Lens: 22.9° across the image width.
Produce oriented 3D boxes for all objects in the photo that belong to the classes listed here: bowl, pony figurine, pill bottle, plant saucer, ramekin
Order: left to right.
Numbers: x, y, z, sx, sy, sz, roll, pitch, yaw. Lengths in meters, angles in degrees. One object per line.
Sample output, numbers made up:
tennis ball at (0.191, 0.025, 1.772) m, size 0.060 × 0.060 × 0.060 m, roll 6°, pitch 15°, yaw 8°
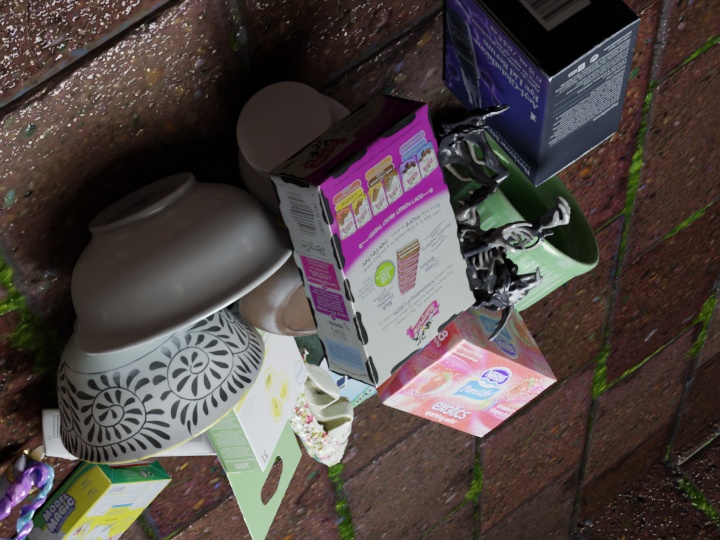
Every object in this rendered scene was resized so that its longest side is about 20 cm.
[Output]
pony figurine at (-0.370, 0.255, 1.658) m, size 0.200 × 0.167 × 0.193 m, roll -46°, pitch -170°, yaw 6°
bowl at (-0.193, 0.069, 1.566) m, size 0.201 × 0.201 × 0.094 m, roll -33°, pitch 121°, yaw -17°
bowl at (-0.160, -0.019, 1.455) m, size 0.201 × 0.090 × 0.201 m, roll -24°, pitch -164°, yaw 7°
pill bottle at (-0.042, -0.087, 1.539) m, size 0.111 × 0.111 × 0.200 m, roll -39°, pitch 159°, yaw -1°
plant saucer at (-0.013, 0.001, 1.576) m, size 0.200 × 0.032 × 0.200 m, roll -26°, pitch 157°, yaw -12°
ramekin at (0.139, -0.054, 1.790) m, size 0.098 × 0.200 × 0.200 m, roll -41°, pitch 159°, yaw 22°

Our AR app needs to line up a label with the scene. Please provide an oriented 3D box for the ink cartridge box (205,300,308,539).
ink cartridge box at (-0.089, 0.143, 1.670) m, size 0.146 × 0.048 × 0.200 m, roll -65°, pitch 141°, yaw -50°

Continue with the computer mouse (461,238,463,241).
computer mouse at (0.000, 0.000, 1.692) m, size 0.053 × 0.200 × 0.139 m, roll -87°, pitch -161°, yaw -58°

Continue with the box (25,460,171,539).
box at (-0.304, 0.278, 1.905) m, size 0.200 × 0.048 × 0.117 m, roll -49°, pitch 157°, yaw 16°

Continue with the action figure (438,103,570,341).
action figure at (0.125, -0.040, 1.582) m, size 0.102 × 0.200 × 0.119 m, roll -9°, pitch -163°, yaw 27°

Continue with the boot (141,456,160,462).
boot at (-0.197, 0.138, 1.757) m, size 0.166 × 0.072 × 0.200 m, roll -26°, pitch 152°, yaw 19°

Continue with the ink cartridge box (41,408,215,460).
ink cartridge box at (-0.215, 0.158, 1.720) m, size 0.161 × 0.050 × 0.200 m, roll -1°, pitch 175°, yaw -2°

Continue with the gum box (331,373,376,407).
gum box at (-0.001, 0.091, 2.038) m, size 0.170 × 0.045 × 0.200 m, roll -33°, pitch 158°, yaw -18°

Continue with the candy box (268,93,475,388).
candy box at (0.013, -0.025, 1.460) m, size 0.136 × 0.061 × 0.200 m, roll -38°, pitch 127°, yaw -33°

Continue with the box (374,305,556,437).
box at (0.086, 0.077, 1.672) m, size 0.103 × 0.095 × 0.200 m, roll -39°, pitch 150°, yaw 16°

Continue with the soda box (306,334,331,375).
soda box at (-0.035, 0.033, 1.812) m, size 0.064 × 0.068 × 0.200 m, roll 16°, pitch 135°, yaw -13°

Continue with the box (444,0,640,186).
box at (0.159, -0.196, 1.606) m, size 0.104 × 0.148 × 0.200 m, roll -34°, pitch 157°, yaw -14°

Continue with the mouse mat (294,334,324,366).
mouse mat at (-0.128, 0.113, 1.824) m, size 0.161 × 0.008 × 0.200 m, roll 6°, pitch 139°, yaw -21°

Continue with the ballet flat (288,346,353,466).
ballet flat at (-0.045, 0.141, 1.813) m, size 0.064 × 0.076 × 0.200 m, roll -16°, pitch 144°, yaw 16°
